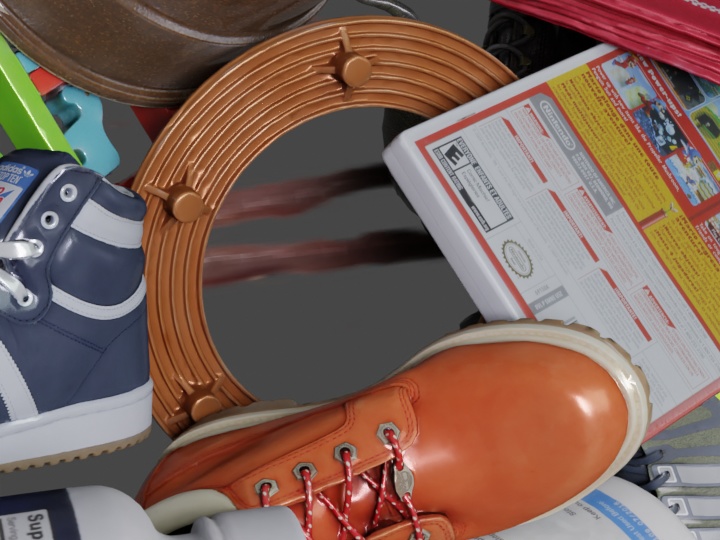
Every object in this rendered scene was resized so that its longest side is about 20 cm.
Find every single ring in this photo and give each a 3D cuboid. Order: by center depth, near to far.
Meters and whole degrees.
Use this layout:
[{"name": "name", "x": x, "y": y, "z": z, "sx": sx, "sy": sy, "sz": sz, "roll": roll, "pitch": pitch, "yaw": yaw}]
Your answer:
[{"name": "ring", "x": 0.000, "y": 0.000, "z": 0.770, "sx": 0.200, "sy": 0.019, "sz": 0.201, "roll": -8, "pitch": 110, "yaw": -23}]

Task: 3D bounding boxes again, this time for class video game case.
[{"name": "video game case", "x": 0.116, "y": -0.021, "z": 0.770, "sx": 0.200, "sy": 0.017, "sz": 0.143, "roll": -26, "pitch": 81, "yaw": -39}]

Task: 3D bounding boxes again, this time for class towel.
[{"name": "towel", "x": 0.128, "y": -0.150, "z": 0.849, "sx": 0.144, "sy": 0.023, "sz": 0.200, "roll": 22, "pitch": 39, "yaw": 7}]

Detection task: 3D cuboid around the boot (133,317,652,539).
[{"name": "boot", "x": 0.003, "y": 0.078, "z": 0.678, "sx": 0.075, "sy": 0.200, "sz": 0.107, "roll": 68, "pitch": 22, "yaw": -8}]

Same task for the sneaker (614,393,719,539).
[{"name": "sneaker", "x": 0.132, "y": 0.088, "z": 0.808, "sx": 0.200, "sy": 0.074, "sz": 0.081, "roll": 42, "pitch": 70, "yaw": -27}]

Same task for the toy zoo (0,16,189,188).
[{"name": "toy zoo", "x": -0.103, "y": -0.098, "z": 0.781, "sx": 0.200, "sy": 0.020, "sz": 0.131, "roll": -40, "pitch": 104, "yaw": -43}]

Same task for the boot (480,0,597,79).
[{"name": "boot", "x": 0.078, "y": -0.157, "z": 0.941, "sx": 0.200, "sy": 0.069, "sz": 0.175, "roll": 28, "pitch": 58, "yaw": -37}]

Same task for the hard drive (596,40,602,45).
[{"name": "hard drive", "x": 0.169, "y": -0.071, "z": 0.897, "sx": 0.135, "sy": 0.042, "sz": 0.200, "roll": 37, "pitch": 36, "yaw": -11}]

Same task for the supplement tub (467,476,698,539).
[{"name": "supplement tub", "x": 0.034, "y": 0.165, "z": 0.725, "sx": 0.200, "sy": 0.132, "sz": 0.132, "roll": -17, "pitch": 89, "yaw": -33}]

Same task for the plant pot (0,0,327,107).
[{"name": "plant pot", "x": -0.036, "y": -0.187, "z": 0.721, "sx": 0.200, "sy": 0.198, "sz": 0.201, "roll": 17, "pitch": 64, "yaw": -39}]

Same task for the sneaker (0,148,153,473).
[{"name": "sneaker", "x": -0.146, "y": 0.015, "z": 0.645, "sx": 0.200, "sy": 0.070, "sz": 0.109, "roll": -9, "pitch": 109, "yaw": -51}]

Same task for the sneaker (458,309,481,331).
[{"name": "sneaker", "x": 0.086, "y": 0.112, "z": 0.858, "sx": 0.079, "sy": 0.074, "sz": 0.201, "roll": -21, "pitch": 91, "yaw": -40}]

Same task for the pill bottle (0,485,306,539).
[{"name": "pill bottle", "x": -0.113, "y": 0.124, "z": 0.579, "sx": 0.199, "sy": 0.111, "sz": 0.111, "roll": -6, "pitch": 79, "yaw": -14}]

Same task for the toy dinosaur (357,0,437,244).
[{"name": "toy dinosaur", "x": 0.050, "y": -0.034, "z": 0.867, "sx": 0.200, "sy": 0.102, "sz": 0.077, "roll": 39, "pitch": 69, "yaw": -16}]
